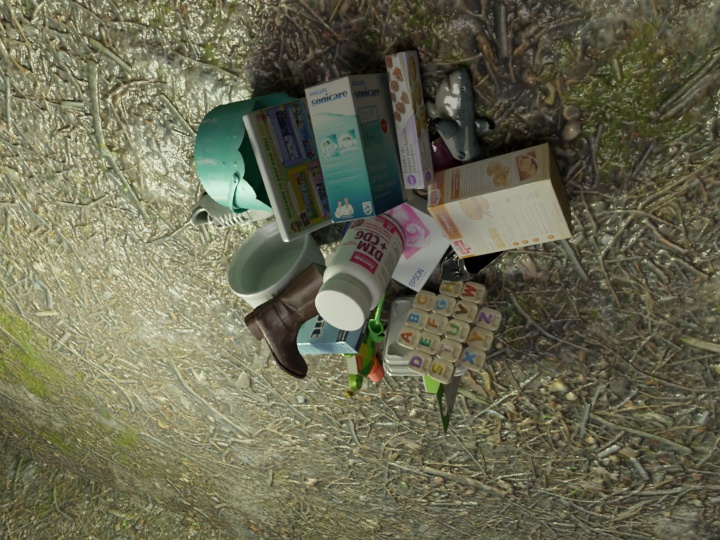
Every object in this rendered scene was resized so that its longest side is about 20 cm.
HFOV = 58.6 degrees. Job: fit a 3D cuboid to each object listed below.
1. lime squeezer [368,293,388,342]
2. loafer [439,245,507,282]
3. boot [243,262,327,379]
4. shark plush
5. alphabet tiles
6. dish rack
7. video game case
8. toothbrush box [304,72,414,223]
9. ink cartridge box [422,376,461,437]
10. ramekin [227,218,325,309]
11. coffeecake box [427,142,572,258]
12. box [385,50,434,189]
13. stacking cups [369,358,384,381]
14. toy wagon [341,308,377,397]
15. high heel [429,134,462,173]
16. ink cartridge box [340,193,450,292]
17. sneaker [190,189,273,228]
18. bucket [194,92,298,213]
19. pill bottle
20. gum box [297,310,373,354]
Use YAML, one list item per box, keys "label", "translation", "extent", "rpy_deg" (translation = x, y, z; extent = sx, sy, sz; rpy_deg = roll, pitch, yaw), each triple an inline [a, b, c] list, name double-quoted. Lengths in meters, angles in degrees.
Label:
- label: "lime squeezer"
  translation: [0.044, 0.111, 1.341]
  extent: [0.038, 0.071, 0.201]
  rpy_deg: [42, 168, 21]
- label: "loafer"
  translation: [0.206, -0.026, 1.177]
  extent: [0.071, 0.064, 0.200]
  rpy_deg: [35, 139, -13]
- label: "boot"
  translation: [-0.094, 0.096, 1.221]
  extent: [0.198, 0.065, 0.187]
  rpy_deg: [-35, 120, 11]
- label: "shark plush"
  translation: [0.175, -0.211, 1.006]
  extent: [0.082, 0.091, 0.202]
  rpy_deg: [-32, 112, 12]
- label: "alphabet tiles"
  translation: [0.167, 0.110, 1.228]
  extent: [0.192, 0.204, 0.015]
  rpy_deg: [15, 163, 38]
- label: "dish rack"
  translation: [0.131, 0.120, 1.282]
  extent: [0.195, 0.176, 0.044]
  rpy_deg: [-5, 151, 30]
- label: "video game case"
  translation: [-0.081, -0.173, 1.040]
  extent: [0.022, 0.179, 0.206]
  rpy_deg: [-4, 108, 54]
- label: "toothbrush box"
  translation: [0.003, -0.193, 0.995]
  extent: [0.083, 0.146, 0.207]
  rpy_deg: [-6, 101, 31]
- label: "ink cartridge box"
  translation: [0.160, 0.215, 1.344]
  extent: [0.073, 0.203, 0.150]
  rpy_deg: [5, 136, 22]
- label: "ramekin"
  translation: [-0.164, -0.003, 1.301]
  extent: [0.195, 0.204, 0.098]
  rpy_deg: [-7, 138, 32]
- label: "coffeecake box"
  translation: [0.225, -0.105, 1.034]
  extent: [0.195, 0.075, 0.154]
  rpy_deg: [-11, 145, 27]
- label: "box"
  translation: [0.078, -0.231, 0.992]
  extent: [0.038, 0.041, 0.206]
  rpy_deg: [2, 110, 37]
- label: "stacking cups"
  translation: [-0.003, 0.184, 1.519]
  extent: [0.059, 0.062, 0.201]
  rpy_deg: [-12, 131, 36]
- label: "toy wagon"
  translation: [0.001, 0.170, 1.381]
  extent: [0.038, 0.207, 0.155]
  rpy_deg: [2, 166, 20]
- label: "high heel"
  translation: [0.084, -0.146, 1.107]
  extent: [0.197, 0.068, 0.097]
  rpy_deg: [-29, 107, 24]
- label: "ink cartridge box"
  translation: [0.067, -0.069, 1.225]
  extent: [0.196, 0.044, 0.198]
  rpy_deg: [26, 140, -1]
- label: "sneaker"
  translation: [-0.256, -0.120, 1.313]
  extent: [0.194, 0.082, 0.078]
  rpy_deg: [0, 132, 26]
- label: "bucket"
  translation: [-0.177, -0.198, 1.104]
  extent: [0.132, 0.209, 0.210]
  rpy_deg: [4, 136, 35]
- label: "pill bottle"
  translation: [0.000, 0.000, 1.147]
  extent: [0.110, 0.202, 0.115]
  rpy_deg: [15, 139, 14]
- label: "gum box"
  translation: [-0.054, 0.084, 1.320]
  extent: [0.197, 0.174, 0.044]
  rpy_deg: [-8, 142, 47]
